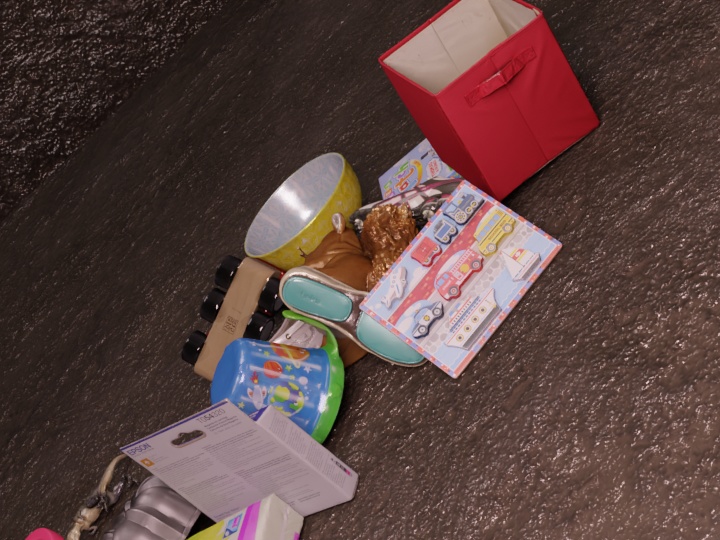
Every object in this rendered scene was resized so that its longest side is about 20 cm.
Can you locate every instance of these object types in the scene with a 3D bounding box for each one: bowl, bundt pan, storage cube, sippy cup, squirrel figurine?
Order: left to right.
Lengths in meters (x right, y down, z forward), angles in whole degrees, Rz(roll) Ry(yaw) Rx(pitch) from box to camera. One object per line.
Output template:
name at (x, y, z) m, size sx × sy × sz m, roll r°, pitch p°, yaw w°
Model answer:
bundt pan at (-0.272, 0.331, 1.651) m, size 0.202 × 0.076 × 0.202 m, roll -53°, pitch 7°, yaw 9°
sippy cup at (-0.107, 0.144, 1.629) m, size 0.140 × 0.130 × 0.178 m, roll -38°, pitch 39°, yaw 54°
bowl at (-0.061, -0.063, 1.949) m, size 0.200 × 0.108 × 0.200 m, roll -37°, pitch 26°, yaw 22°
squirrel figurine at (0.000, 0.000, 1.737) m, size 0.200 × 0.142 × 0.187 m, roll -28°, pitch 24°, yaw 17°
storage cube at (0.161, -0.226, 1.689) m, size 0.171 × 0.180 × 0.200 m, roll -38°, pitch 31°, yaw -4°

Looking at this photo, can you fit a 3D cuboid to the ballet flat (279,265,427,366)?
ballet flat at (-0.003, 0.051, 1.612) m, size 0.070 × 0.200 × 0.069 m, roll -61°, pitch -3°, yaw -5°

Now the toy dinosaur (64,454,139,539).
toy dinosaur at (-0.370, 0.326, 1.938) m, size 0.088 × 0.047 × 0.200 m, roll -30°, pitch 25°, yaw 48°

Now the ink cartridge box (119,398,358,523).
ink cartridge box at (-0.138, 0.218, 1.527) m, size 0.196 × 0.200 × 0.043 m, roll -26°, pitch 31°, yaw 38°

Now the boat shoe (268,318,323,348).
boat shoe at (-0.063, 0.042, 1.834) m, size 0.071 × 0.069 × 0.200 m, roll -20°, pitch 34°, yaw 51°

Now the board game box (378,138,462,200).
board game box at (0.116, -0.148, 1.876) m, size 0.200 × 0.037 × 0.151 m, roll -41°, pitch 26°, yaw 16°

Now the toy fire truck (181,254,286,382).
toy fire truck at (-0.163, 0.065, 1.900) m, size 0.176 × 0.129 × 0.200 m, roll -66°, pitch -16°, yaw 6°

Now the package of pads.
package of pads at (-0.150, 0.361, 1.486) m, size 0.154 × 0.068 × 0.200 m, roll -32°, pitch 27°, yaw 29°

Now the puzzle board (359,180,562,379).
puzzle board at (0.114, 0.006, 1.552) m, size 0.151 × 0.017 × 0.200 m, roll 36°, pitch 81°, yaw 27°

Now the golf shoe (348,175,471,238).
golf shoe at (0.078, -0.078, 1.787) m, size 0.200 × 0.077 × 0.088 m, roll -6°, pitch 39°, yaw 37°

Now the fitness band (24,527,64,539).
fitness band at (-0.485, 0.460, 1.906) m, size 0.200 × 0.037 × 0.144 m, roll -55°, pitch 24°, yaw 3°
